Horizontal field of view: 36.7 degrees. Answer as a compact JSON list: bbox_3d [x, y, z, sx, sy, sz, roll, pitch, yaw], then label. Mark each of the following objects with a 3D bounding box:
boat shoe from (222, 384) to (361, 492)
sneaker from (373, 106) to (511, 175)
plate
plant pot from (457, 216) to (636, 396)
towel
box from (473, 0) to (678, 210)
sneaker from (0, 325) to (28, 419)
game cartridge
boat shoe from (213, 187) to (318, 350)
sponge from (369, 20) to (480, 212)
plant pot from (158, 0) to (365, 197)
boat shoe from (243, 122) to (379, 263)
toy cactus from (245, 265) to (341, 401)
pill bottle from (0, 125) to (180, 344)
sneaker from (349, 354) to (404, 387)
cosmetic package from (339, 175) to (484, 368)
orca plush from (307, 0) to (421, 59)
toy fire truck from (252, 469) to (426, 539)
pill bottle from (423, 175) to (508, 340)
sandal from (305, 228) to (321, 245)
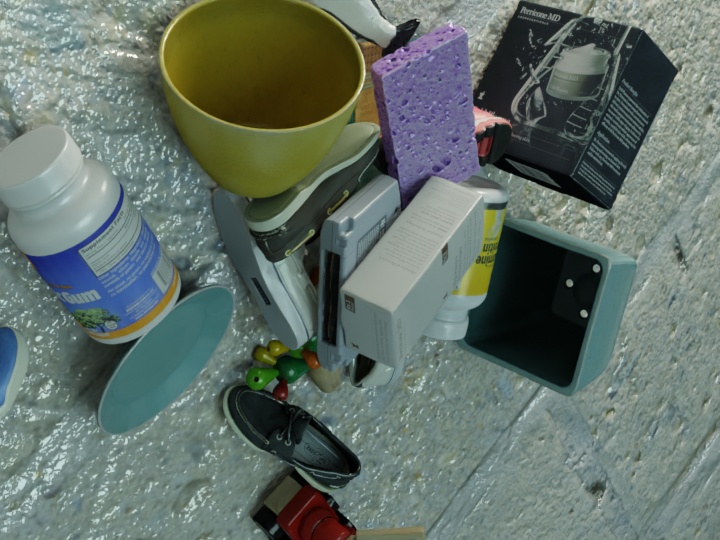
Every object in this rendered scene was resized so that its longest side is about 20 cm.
[{"bbox_3d":[-0.076,0.199,1.304,0.199,0.066,0.075,46,50,-21],"label":"boat shoe"},{"bbox_3d":[0.085,-0.158,1.310,0.198,0.087,0.074,-13,132,-32],"label":"sneaker"},{"bbox_3d":[-0.210,0.090,1.153,0.200,0.025,0.201,-47,164,-18],"label":"plate"},{"bbox_3d":[0.286,0.039,1.546,0.199,0.194,0.199,-7,114,-53],"label":"plant pot"},{"bbox_3d":[0.022,-0.173,1.279,0.146,0.021,0.203,-25,125,-54],"label":"towel"},{"bbox_3d":[0.260,-0.212,1.382,0.124,0.199,0.198,28,89,-48],"label":"box"},{"bbox_3d":[-0.399,0.119,0.988,0.200,0.077,0.111,-48,145,-7],"label":"sneaker"},{"bbox_3d":[0.000,0.000,1.211,0.133,0.041,0.202,-48,150,-48],"label":"game cartridge"},{"bbox_3d":[-0.093,-0.013,1.203,0.070,0.071,0.202,-36,108,-29],"label":"boat shoe"},{"bbox_3d":[0.075,-0.165,1.203,0.111,0.030,0.201,-30,139,-16],"label":"sponge"},{"bbox_3d":[-0.103,-0.158,1.086,0.199,0.200,0.143,-30,153,-30],"label":"plant pot"},{"bbox_3d":[-0.045,-0.088,1.169,0.201,0.071,0.061,-43,131,-31],"label":"boat shoe"},{"bbox_3d":[-0.047,0.092,1.319,0.201,0.101,0.166,-51,146,-25],"label":"toy cactus"},{"bbox_3d":[-0.261,-0.034,1.025,0.112,0.112,0.201,-45,134,-19],"label":"pill bottle"},{"bbox_3d":[0.027,0.063,1.380,0.070,0.073,0.203,-15,119,-42],"label":"sneaker"},{"bbox_3d":[0.060,0.000,1.202,0.201,0.073,0.102,-53,153,-32],"label":"cosmetic package"},{"bbox_3d":[-0.017,-0.318,1.154,0.199,0.105,0.072,27,45,-22],"label":"orca plush"},{"bbox_3d":[-0.012,0.351,1.386,0.129,0.199,0.177,-45,134,-18],"label":"toy fire truck"},{"bbox_3d":[0.118,-0.019,1.400,0.111,0.112,0.203,-4,112,-43],"label":"pill bottle"},{"bbox_3d":[-0.062,-0.061,1.251,0.075,0.048,0.203,19,95,-48],"label":"sandal"}]
